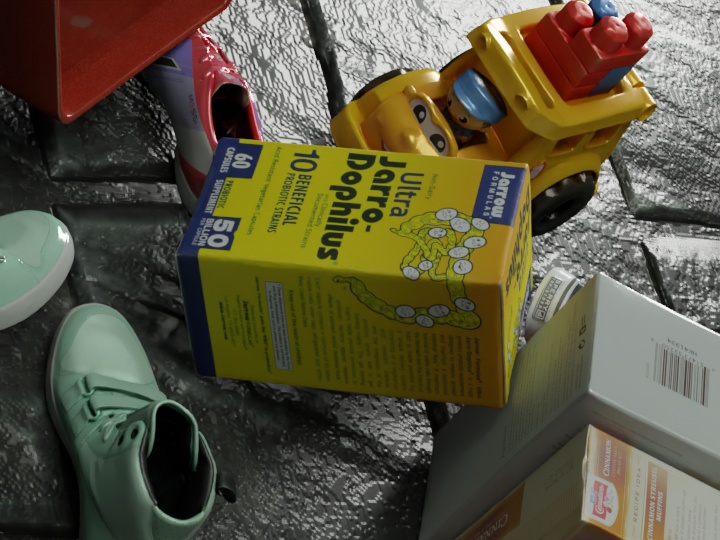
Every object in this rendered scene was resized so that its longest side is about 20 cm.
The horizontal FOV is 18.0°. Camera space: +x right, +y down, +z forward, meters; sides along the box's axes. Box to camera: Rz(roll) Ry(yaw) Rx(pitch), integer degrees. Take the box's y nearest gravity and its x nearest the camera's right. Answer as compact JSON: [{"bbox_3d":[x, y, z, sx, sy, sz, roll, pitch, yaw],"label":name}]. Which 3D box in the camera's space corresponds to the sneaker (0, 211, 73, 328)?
[{"bbox_3d":[-0.241,-0.024,1.288,0.074,0.119,0.200,21,32,34],"label":"sneaker"}]

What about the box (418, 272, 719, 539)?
[{"bbox_3d":[0.140,0.114,1.404,0.124,0.200,0.098,26,45,-16],"label":"box"}]

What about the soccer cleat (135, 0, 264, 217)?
[{"bbox_3d":[-0.105,-0.125,1.511,0.068,0.073,0.201,-1,58,-34],"label":"soccer cleat"}]

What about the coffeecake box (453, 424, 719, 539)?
[{"bbox_3d":[0.172,0.196,1.359,0.199,0.154,0.073,27,45,-18],"label":"coffeecake box"}]

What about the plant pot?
[{"bbox_3d":[-0.204,-0.244,1.440,0.176,0.201,0.200,21,39,23],"label":"plant pot"}]

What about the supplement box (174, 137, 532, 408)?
[{"bbox_3d":[0.000,0.000,1.397,0.199,0.110,0.109,5,45,11],"label":"supplement box"}]

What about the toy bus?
[{"bbox_3d":[0.108,-0.117,1.571,0.199,0.192,0.136,-16,68,-40],"label":"toy bus"}]

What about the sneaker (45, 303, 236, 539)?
[{"bbox_3d":[-0.123,0.083,1.304,0.073,0.118,0.201,7,52,-29],"label":"sneaker"}]

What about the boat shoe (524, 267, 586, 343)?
[{"bbox_3d":[0.160,0.046,1.498,0.068,0.200,0.072,24,83,17],"label":"boat shoe"}]
